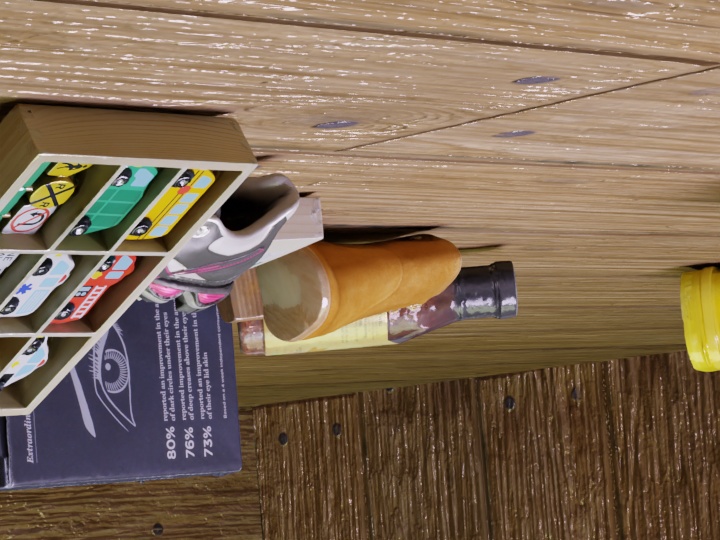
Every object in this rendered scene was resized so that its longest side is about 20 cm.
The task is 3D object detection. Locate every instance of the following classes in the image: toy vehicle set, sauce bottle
[{"bbox_3d":[-0.149,0.000,1.181,0.124,0.027,0.200,0,145,-45],"label":"toy vehicle set"},{"bbox_3d":[0.011,0.023,1.896,0.199,0.066,0.066,-3,175,-1],"label":"sauce bottle"}]

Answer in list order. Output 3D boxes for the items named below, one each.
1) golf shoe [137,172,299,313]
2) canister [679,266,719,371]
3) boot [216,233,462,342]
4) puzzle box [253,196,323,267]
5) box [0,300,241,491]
[{"bbox_3d":[-0.118,-0.026,1.285,0.088,0.078,0.199,-33,162,37],"label":"golf shoe"},{"bbox_3d":[0.381,0.031,2.249,0.199,0.087,0.148,-8,175,18],"label":"canister"},{"bbox_3d":[0.000,0.001,1.694,0.143,0.071,0.201,-10,180,-19],"label":"boot"},{"bbox_3d":[-0.112,-0.016,1.562,0.132,0.026,0.200,-4,175,-18],"label":"puzzle box"},{"bbox_3d":[-0.185,0.066,1.734,0.199,0.149,0.104,1,173,-44],"label":"box"}]
